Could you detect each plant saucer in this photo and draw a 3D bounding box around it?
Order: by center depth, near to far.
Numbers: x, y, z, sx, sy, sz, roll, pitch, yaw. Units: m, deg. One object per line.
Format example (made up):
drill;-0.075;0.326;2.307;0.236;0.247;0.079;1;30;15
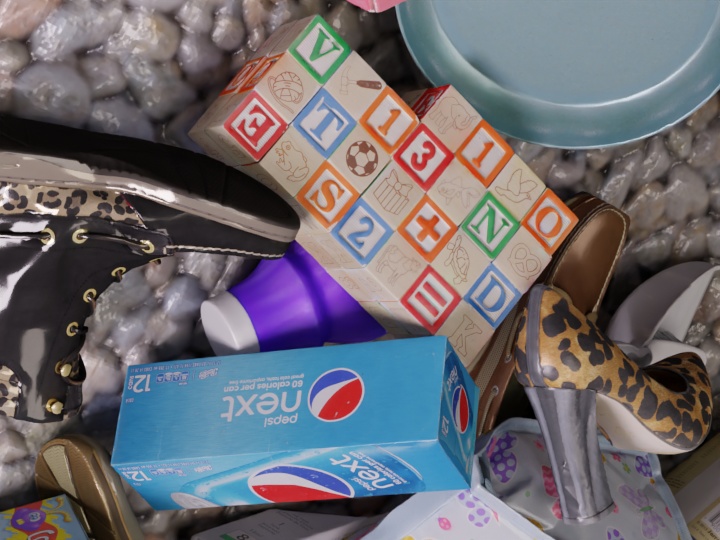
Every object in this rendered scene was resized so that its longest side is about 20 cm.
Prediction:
plant saucer;0.119;-0.157;1.088;0.199;0.027;0.201;6;128;7

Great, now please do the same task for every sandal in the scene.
sandal;-0.142;0.178;1.177;0.054;0.080;0.201;-39;128;-44

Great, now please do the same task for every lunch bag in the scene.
lunch bag;0.086;0.184;1.231;0.200;0.128;0.170;18;132;-41

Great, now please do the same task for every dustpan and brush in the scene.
dustpan and brush;0.192;0.056;1.321;0.200;0.057;0.140;11;105;-53

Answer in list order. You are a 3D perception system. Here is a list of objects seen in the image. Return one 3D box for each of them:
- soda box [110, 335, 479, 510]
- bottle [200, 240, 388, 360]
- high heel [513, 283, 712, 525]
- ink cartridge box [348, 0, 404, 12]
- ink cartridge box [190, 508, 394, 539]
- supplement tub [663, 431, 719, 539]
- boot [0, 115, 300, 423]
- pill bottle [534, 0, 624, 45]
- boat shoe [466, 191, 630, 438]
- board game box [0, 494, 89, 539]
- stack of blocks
soda box;-0.037;0.089;1.116;0.064;0.199;0.068;56;34;-51
bottle;0.000;0.000;1.183;0.199;0.065;0.084;-26;116;-22
high heel;0.160;0.048;1.189;0.200;0.071;0.143;-36;116;-52
ink cartridge box;-0.019;-0.251;0.989;0.083;0.146;0.201;-28;126;-22
ink cartridge box;-0.045;0.231;1.296;0.200;0.050;0.162;-12;121;-52
supplement tub;0.297;0.185;1.437;0.200;0.144;0.145;-37;129;-14
boot;-0.144;0.006;1.057;0.199;0.073;0.151;11;110;-17
pill bottle;0.125;-0.201;1.140;0.111;0.111;0.201;-31;127;-19
boat shoe;0.122;0.048;1.288;0.076;0.074;0.201;25;97;-38
board game box;-0.238;0.218;1.081;0.199;0.103;0.105;-15;121;-19
stack of blocks;0.015;-0.053;1.119;0.200;0.059;0.115;44;73;-17
